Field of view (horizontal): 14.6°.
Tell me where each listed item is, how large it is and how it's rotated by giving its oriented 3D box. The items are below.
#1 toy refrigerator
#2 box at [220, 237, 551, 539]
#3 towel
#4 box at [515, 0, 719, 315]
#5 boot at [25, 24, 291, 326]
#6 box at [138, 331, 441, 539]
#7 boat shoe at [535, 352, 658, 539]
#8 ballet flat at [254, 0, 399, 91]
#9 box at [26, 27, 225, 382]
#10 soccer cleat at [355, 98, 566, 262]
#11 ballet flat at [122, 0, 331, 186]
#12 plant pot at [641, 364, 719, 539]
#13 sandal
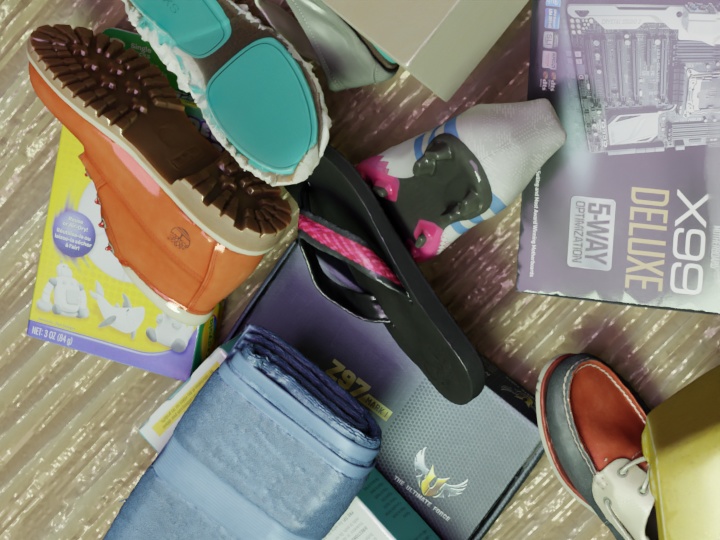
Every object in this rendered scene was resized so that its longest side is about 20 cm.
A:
[{"bbox_3d":[0.076,-0.202,1.596,0.076,0.070,0.200,40,93,29],"label":"toy refrigerator"},{"bbox_3d":[0.002,0.096,1.724,0.200,0.051,0.158,38,109,8],"label":"box"},{"bbox_3d":[-0.075,0.139,1.653,0.112,0.049,0.200,39,112,9],"label":"towel"},{"bbox_3d":[0.176,-0.079,1.632,0.157,0.050,0.201,7,102,18],"label":"box"},{"bbox_3d":[-0.140,-0.057,1.682,0.200,0.075,0.107,46,130,14],"label":"boot"},{"bbox_3d":[-0.034,0.138,1.690,0.200,0.049,0.082,48,114,4],"label":"box"},{"bbox_3d":[0.171,0.136,1.658,0.071,0.063,0.201,-30,96,-24],"label":"boat shoe"},{"bbox_3d":[-0.044,-0.181,1.638,0.063,0.068,0.200,-17,128,26],"label":"ballet flat"},{"bbox_3d":[-0.132,-0.042,1.742,0.117,0.048,0.201,15,103,14],"label":"box"},{"bbox_3d":[0.057,-0.053,1.638,0.086,0.200,0.070,-30,94,-22],"label":"soccer cleat"},{"bbox_3d":[-0.071,-0.118,1.667,0.072,0.072,0.200,-50,56,20],"label":"ballet flat"},{"bbox_3d":[0.260,0.133,1.548,0.199,0.194,0.196,-6,99,4],"label":"plant pot"},{"bbox_3d":[0.000,0.000,1.649,0.045,0.075,0.200,-30,72,-20],"label":"sandal"}]
